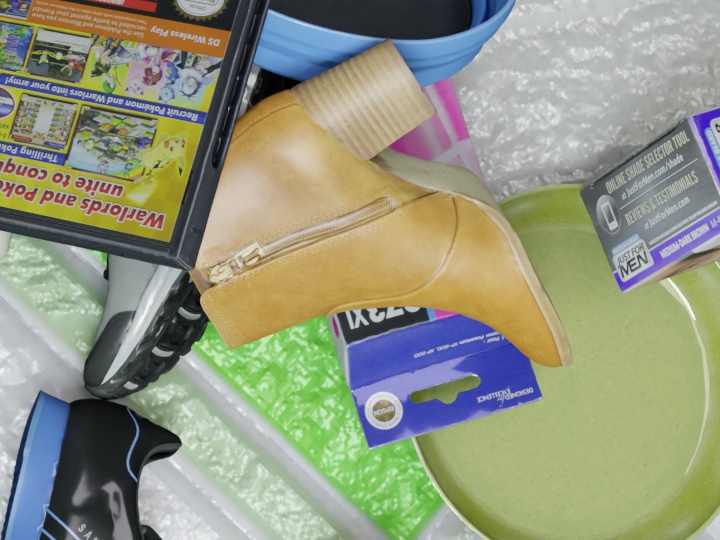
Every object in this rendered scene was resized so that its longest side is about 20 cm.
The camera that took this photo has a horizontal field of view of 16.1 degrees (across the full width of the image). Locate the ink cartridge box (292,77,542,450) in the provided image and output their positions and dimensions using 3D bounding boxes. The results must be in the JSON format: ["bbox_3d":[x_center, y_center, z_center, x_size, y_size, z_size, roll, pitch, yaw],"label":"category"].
[{"bbox_3d":[0.019,-0.020,1.273,0.094,0.037,0.201,-15,77,-10],"label":"ink cartridge box"}]

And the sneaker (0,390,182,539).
[{"bbox_3d":[-0.137,0.159,1.202,0.077,0.070,0.202,13,78,-9],"label":"sneaker"}]

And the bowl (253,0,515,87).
[{"bbox_3d":[-0.020,-0.160,1.249,0.199,0.040,0.201,13,39,-11],"label":"bowl"}]

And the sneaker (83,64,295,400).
[{"bbox_3d":[-0.096,-0.034,1.246,0.079,0.074,0.202,19,87,14],"label":"sneaker"}]

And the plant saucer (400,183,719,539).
[{"bbox_3d":[0.111,0.057,1.315,0.198,0.031,0.202,2,81,-17],"label":"plant saucer"}]

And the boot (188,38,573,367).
[{"bbox_3d":[0.000,0.000,1.201,0.144,0.071,0.202,-33,117,4],"label":"boot"}]

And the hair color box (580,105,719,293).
[{"bbox_3d":[0.225,-0.056,1.305,0.199,0.109,0.065,-16,79,-30],"label":"hair color box"}]

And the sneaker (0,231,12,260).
[{"bbox_3d":[-0.151,-0.099,1.237,0.093,0.070,0.201,5,77,-10],"label":"sneaker"}]

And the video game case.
[{"bbox_3d":[-0.143,-0.106,1.166,0.199,0.025,0.182,12,78,20],"label":"video game case"}]
